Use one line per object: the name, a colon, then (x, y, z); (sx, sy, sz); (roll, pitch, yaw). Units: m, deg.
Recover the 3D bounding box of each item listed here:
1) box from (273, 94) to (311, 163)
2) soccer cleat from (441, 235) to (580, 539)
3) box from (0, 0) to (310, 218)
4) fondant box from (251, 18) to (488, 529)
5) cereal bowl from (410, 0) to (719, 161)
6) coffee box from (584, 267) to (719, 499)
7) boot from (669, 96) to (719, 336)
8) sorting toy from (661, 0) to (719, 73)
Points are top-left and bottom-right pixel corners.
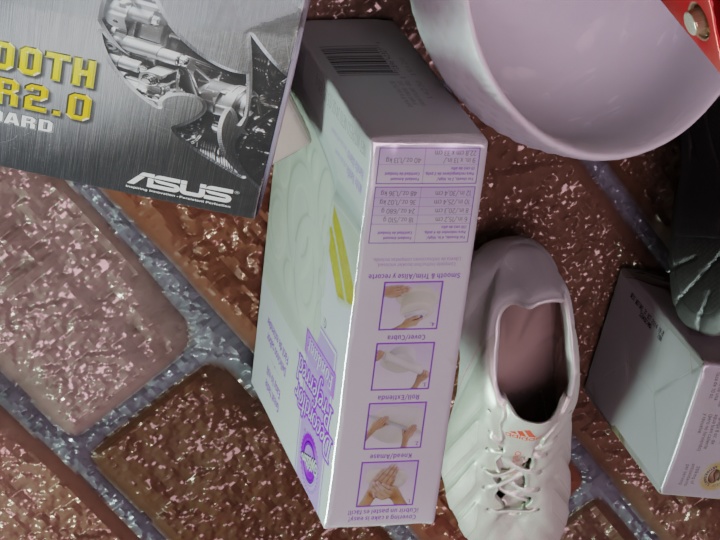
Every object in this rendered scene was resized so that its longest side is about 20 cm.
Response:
box: (-0.097, -0.134, 1.133); (0.068, 0.082, 0.200); (-28, 120, 0)
soccer cleat: (0.080, 0.078, 1.299); (0.069, 0.078, 0.200); (-10, 119, -12)
box: (-0.124, -0.104, 1.035); (0.200, 0.048, 0.158); (12, 144, -4)
fondant box: (0.000, 0.000, 1.194); (0.058, 0.144, 0.200); (-3, 117, -17)
cereal bowl: (0.093, -0.152, 1.161); (0.200, 0.083, 0.200); (-10, 105, -40)
coffee box: (0.234, 0.064, 1.319); (0.200, 0.114, 0.080); (6, 114, -20)
boot: (0.236, -0.062, 1.274); (0.150, 0.073, 0.200); (5, 91, -32)
sorting toy: (0.166, -0.167, 1.048); (0.070, 0.199, 0.200); (-21, 113, -16)
